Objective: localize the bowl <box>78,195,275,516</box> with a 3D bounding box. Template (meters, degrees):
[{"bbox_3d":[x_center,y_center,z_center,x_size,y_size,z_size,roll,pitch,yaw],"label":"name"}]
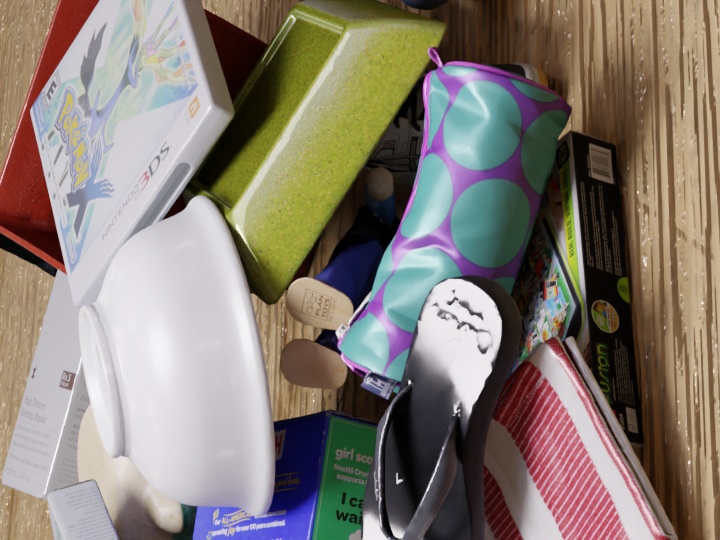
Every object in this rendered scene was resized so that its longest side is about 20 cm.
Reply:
[{"bbox_3d":[-0.120,0.060,1.704,0.201,0.090,0.203,169,90,-76],"label":"bowl"}]

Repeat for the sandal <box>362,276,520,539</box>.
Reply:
[{"bbox_3d":[0.035,0.100,1.539,0.076,0.043,0.201,20,108,34],"label":"sandal"}]

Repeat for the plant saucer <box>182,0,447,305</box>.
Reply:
[{"bbox_3d":[-0.043,-0.091,1.730,0.201,0.048,0.200,-57,19,0],"label":"plant saucer"}]

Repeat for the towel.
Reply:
[{"bbox_3d":[0.090,0.150,1.547,0.200,0.023,0.145,-54,52,39],"label":"towel"}]

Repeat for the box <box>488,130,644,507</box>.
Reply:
[{"bbox_3d":[0.112,0.032,1.608,0.110,0.035,0.201,-41,42,46],"label":"box"}]

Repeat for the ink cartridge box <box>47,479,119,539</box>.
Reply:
[{"bbox_3d":[-0.155,0.275,1.844,0.197,0.043,0.201,89,159,-48],"label":"ink cartridge box"}]

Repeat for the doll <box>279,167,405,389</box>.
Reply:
[{"bbox_3d":[0.000,0.000,1.732,0.200,0.048,0.137,-54,-27,-66],"label":"doll"}]

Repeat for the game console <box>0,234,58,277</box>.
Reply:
[{"bbox_3d":[-0.229,-0.110,2.163,0.200,0.116,0.176,-53,30,2],"label":"game console"}]

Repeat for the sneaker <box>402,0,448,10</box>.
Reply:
[{"bbox_3d":[0.011,-0.202,1.813,0.082,0.070,0.200,-24,16,6],"label":"sneaker"}]

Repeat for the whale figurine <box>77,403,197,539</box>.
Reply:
[{"bbox_3d":[-0.129,0.174,1.924,0.159,0.103,0.201,142,114,-67],"label":"whale figurine"}]

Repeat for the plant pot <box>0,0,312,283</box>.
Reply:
[{"bbox_3d":[-0.121,-0.084,1.934,0.200,0.175,0.201,27,99,59],"label":"plant pot"}]

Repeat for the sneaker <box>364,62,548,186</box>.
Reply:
[{"bbox_3d":[0.038,-0.095,1.753,0.200,0.087,0.076,-13,63,57],"label":"sneaker"}]

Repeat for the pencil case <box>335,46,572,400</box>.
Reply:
[{"bbox_3d":[0.053,-0.021,1.610,0.085,0.092,0.201,0,-70,-84],"label":"pencil case"}]

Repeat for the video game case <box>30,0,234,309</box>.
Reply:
[{"bbox_3d":[-0.153,-0.103,1.802,0.183,0.022,0.201,-53,36,30],"label":"video game case"}]

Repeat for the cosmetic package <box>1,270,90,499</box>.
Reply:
[{"bbox_3d":[-0.204,0.079,2.112,0.102,0.074,0.201,6,82,62],"label":"cosmetic package"}]

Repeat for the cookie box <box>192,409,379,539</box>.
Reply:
[{"bbox_3d":[-0.044,0.201,1.756,0.171,0.075,0.201,-16,62,59],"label":"cookie box"}]
